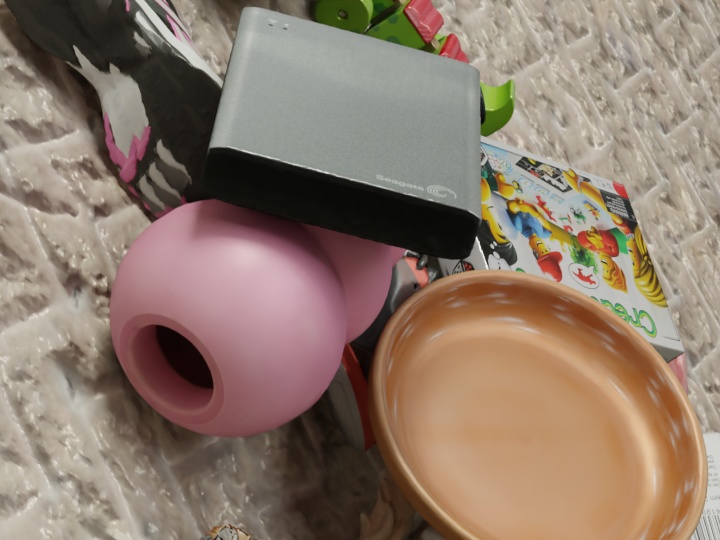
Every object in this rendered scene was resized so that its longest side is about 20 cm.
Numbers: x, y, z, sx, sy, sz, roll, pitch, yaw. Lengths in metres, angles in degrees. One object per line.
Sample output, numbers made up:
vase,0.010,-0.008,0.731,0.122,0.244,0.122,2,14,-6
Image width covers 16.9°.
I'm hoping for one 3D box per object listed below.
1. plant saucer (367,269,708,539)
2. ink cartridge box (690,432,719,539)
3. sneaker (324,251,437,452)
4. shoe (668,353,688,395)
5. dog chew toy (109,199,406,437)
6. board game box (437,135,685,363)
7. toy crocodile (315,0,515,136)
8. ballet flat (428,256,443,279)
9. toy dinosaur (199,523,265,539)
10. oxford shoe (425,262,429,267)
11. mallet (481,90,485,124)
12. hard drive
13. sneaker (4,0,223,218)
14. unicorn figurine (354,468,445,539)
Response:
plant saucer,0.093,0.090,1.317,0.199,0.037,0.201,14,50,-17
ink cartridge box,0.157,0.204,1.398,0.145,0.084,0.201,-2,59,-17
sneaker,0.000,0.000,1.387,0.077,0.082,0.201,95,-23,-81
shoe,0.157,0.029,1.636,0.091,0.071,0.201,-16,82,-61
dog chew toy,-0.041,-0.001,1.275,0.125,0.124,0.200,54,47,-8
board game box,0.114,-0.012,1.491,0.200,0.035,0.127,14,51,-48
toy crocodile,0.025,-0.165,1.616,0.200,0.062,0.068,49,31,-16
ballet flat,0.031,-0.038,1.506,0.071,0.071,0.201,3,61,-55
toy dinosaur,-0.008,0.200,1.184,0.136,0.102,0.200,28,31,-48
oxford shoe,-0.001,-0.037,1.448,0.071,0.074,0.201,-13,74,-59
mallet,0.080,-0.046,1.541,0.041,0.066,0.200,92,-27,-58
hard drive,-0.006,-0.074,1.273,0.139,0.033,0.200,15,26,-5
sneaker,-0.113,-0.115,1.353,0.200,0.080,0.086,58,19,-13
unicorn figurine,0.073,0.200,1.300,0.138,0.200,0.074,-56,158,-22
